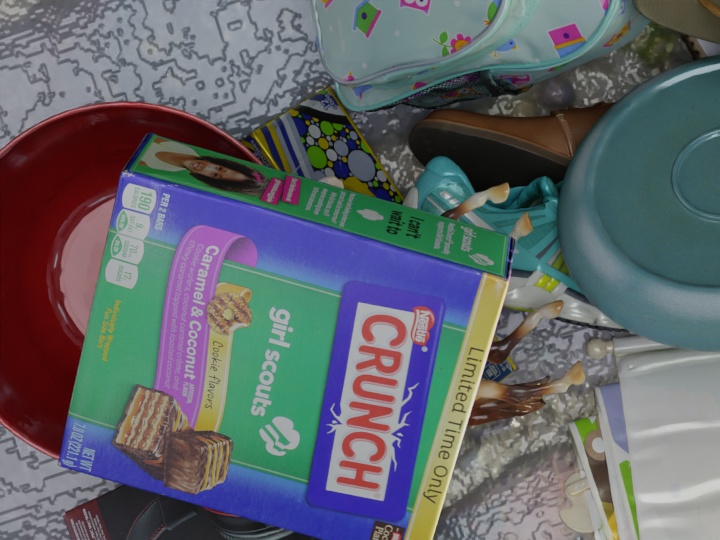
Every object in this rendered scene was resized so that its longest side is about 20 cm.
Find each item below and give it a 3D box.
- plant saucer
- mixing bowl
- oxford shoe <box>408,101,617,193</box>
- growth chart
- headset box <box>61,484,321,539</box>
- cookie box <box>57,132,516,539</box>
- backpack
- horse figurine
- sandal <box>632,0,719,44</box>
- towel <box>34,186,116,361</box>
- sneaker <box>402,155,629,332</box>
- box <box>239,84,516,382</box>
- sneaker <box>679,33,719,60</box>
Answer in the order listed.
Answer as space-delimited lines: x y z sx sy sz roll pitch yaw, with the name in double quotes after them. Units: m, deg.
0.202 -0.047 1.231 0.199 0.027 0.201 -9 52 12 "plant saucer"
-0.129 0.006 1.277 0.199 0.108 0.201 0 94 -1 "mixing bowl"
0.128 -0.070 1.340 0.199 0.071 0.072 12 62 3 "oxford shoe"
0.187 0.122 1.323 0.144 0.018 0.201 -1 68 4 "growth chart"
-0.063 0.175 1.269 0.199 0.075 0.149 -24 70 4 "headset box"
-0.038 0.041 1.165 0.199 0.075 0.172 15 112 0 "cookie box"
0.066 -0.184 1.257 0.199 0.153 0.177 -10 90 24 "backpack"
0.041 0.024 1.227 0.132 0.050 0.200 -18 127 12 "horse figurine"
0.238 -0.122 1.190 0.199 0.080 0.054 22 47 -8 "sandal"
-0.133 0.035 1.351 0.199 0.036 0.149 27 92 -2 "towel"
0.113 -0.012 1.296 0.199 0.077 0.080 14 94 -28 "sneaker"
0.000 0.000 1.322 0.070 0.064 0.200 -34 90 -37 "box"
0.224 -0.183 1.321 0.108 0.070 0.201 -29 98 6 "sneaker"
